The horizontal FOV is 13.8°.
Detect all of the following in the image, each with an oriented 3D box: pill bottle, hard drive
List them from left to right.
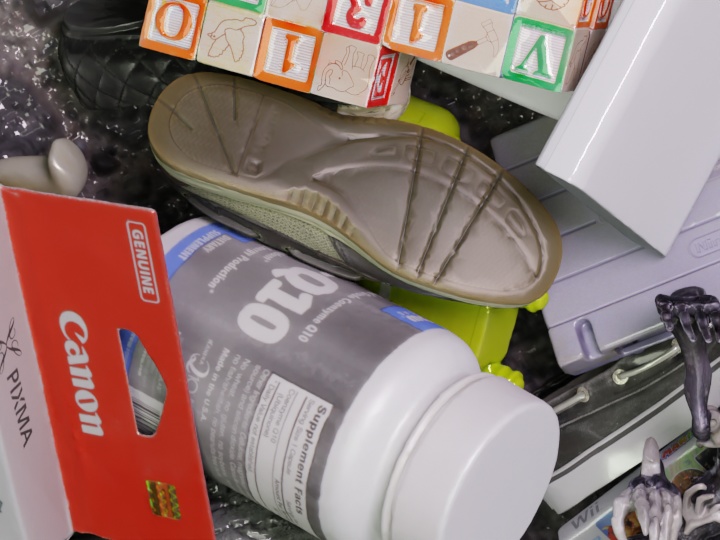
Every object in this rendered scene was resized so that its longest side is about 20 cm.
[{"bbox_3d":[-0.015,0.062,1.387,0.200,0.114,0.114,26,110,27],"label":"pill bottle"},{"bbox_3d":[0.157,-0.113,1.350,0.027,0.132,0.200,27,88,28],"label":"hard drive"}]

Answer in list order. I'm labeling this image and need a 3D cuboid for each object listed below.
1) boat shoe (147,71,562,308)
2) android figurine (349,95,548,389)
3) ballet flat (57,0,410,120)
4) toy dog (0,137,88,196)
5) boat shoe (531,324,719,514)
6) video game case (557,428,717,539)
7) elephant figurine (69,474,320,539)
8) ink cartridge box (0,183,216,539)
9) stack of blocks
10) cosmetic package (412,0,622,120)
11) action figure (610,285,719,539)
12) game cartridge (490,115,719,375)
[{"bbox_3d":[-0.003,-0.033,1.389,0.200,0.066,0.072,21,73,3],"label":"boat shoe"},{"bbox_3d":[0.000,0.000,1.459,0.200,0.041,0.182,22,109,27],"label":"android figurine"},{"bbox_3d":[-0.060,-0.096,1.452,0.200,0.066,0.057,13,133,31],"label":"ballet flat"},{"bbox_3d":[-0.186,0.027,1.486,0.200,0.140,0.194,15,108,5],"label":"toy dog"},{"bbox_3d":[0.152,0.039,1.452,0.200,0.071,0.064,-38,92,17],"label":"boat shoe"},{"bbox_3d":[0.218,0.117,1.465,0.200,0.018,0.143,-40,113,18],"label":"video game case"},{"bbox_3d":[-0.080,0.144,1.475,0.142,0.155,0.200,44,127,-8],"label":"elephant figurine"},{"bbox_3d":[-0.162,0.052,1.378,0.173,0.044,0.200,11,125,29],"label":"ink cartridge box"},{"bbox_3d":[0.011,-0.133,1.350,0.200,0.059,0.115,15,100,16],"label":"stack of blocks"},{"bbox_3d":[0.054,-0.144,1.404,0.200,0.074,0.102,26,103,13],"label":"cosmetic package"},{"bbox_3d":[0.174,0.101,1.384,0.119,0.102,0.200,0,123,8],"label":"action figure"},{"bbox_3d":[0.170,-0.044,1.418,0.200,0.038,0.130,-22,65,16],"label":"game cartridge"}]
